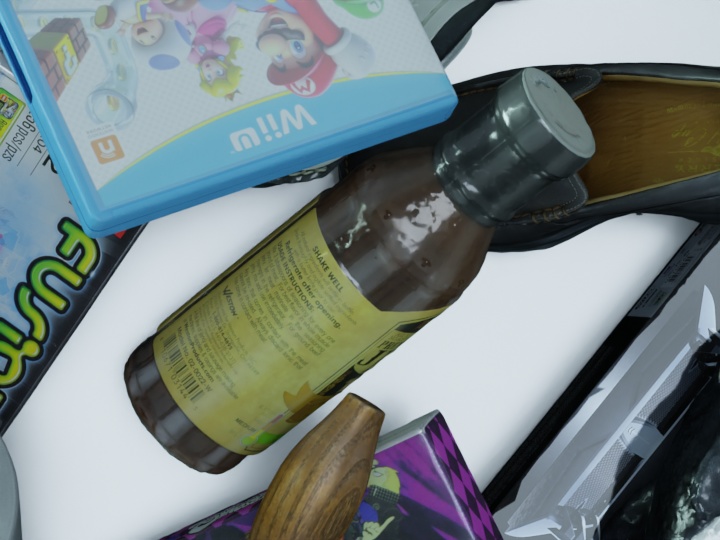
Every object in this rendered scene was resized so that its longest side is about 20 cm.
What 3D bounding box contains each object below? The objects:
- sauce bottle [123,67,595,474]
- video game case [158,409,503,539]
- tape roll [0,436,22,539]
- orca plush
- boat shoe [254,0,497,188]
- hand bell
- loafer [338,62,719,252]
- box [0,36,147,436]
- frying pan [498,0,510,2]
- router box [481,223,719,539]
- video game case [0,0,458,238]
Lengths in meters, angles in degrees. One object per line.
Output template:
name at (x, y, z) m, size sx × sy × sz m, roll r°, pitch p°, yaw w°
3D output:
sauce bottle at (0.000, 0.000, 1.026) m, size 0.200 × 0.065 × 0.065 m, roll -38°, pitch 93°, yaw 26°
video game case at (-0.007, 0.179, 1.048) m, size 0.181 × 0.036 × 0.201 m, roll -25°, pitch 92°, yaw 17°
tape roll at (-0.213, 0.107, 0.943) m, size 0.199 × 0.201 × 0.066 m, roll -3°, pitch 126°, yaw -5°
orca plush at (0.126, 0.113, 1.038) m, size 0.071 × 0.105 × 0.201 m, roll 8°, pitch 94°, yaw 39°
boat shoe at (0.014, -0.110, 1.048) m, size 0.076 × 0.060 × 0.200 m, roll 48°, pitch 67°, yaw -4°
hand bell at (-0.045, 0.135, 0.999) m, size 0.104 × 0.104 × 0.201 m, roll 30°, pitch 94°, yaw -4°
loafer at (0.081, -0.050, 1.048) m, size 0.199 × 0.072 × 0.073 m, roll -6°, pitch 77°, yaw 16°
box at (-0.158, 0.004, 1.019) m, size 0.110 × 0.035 × 0.200 m, roll 34°, pitch 116°, yaw -4°
frying pan at (-0.023, -0.121, 1.080) m, size 0.189 × 0.031 × 0.115 m, roll -30°, pitch 103°, yaw -16°
router box at (0.143, 0.097, 1.085) m, size 0.157 × 0.052 × 0.200 m, roll 41°, pitch 86°, yaw -4°
video game case at (-0.070, -0.121, 0.985) m, size 0.142 × 0.018 × 0.201 m, roll -19°, pitch 73°, yaw -21°
